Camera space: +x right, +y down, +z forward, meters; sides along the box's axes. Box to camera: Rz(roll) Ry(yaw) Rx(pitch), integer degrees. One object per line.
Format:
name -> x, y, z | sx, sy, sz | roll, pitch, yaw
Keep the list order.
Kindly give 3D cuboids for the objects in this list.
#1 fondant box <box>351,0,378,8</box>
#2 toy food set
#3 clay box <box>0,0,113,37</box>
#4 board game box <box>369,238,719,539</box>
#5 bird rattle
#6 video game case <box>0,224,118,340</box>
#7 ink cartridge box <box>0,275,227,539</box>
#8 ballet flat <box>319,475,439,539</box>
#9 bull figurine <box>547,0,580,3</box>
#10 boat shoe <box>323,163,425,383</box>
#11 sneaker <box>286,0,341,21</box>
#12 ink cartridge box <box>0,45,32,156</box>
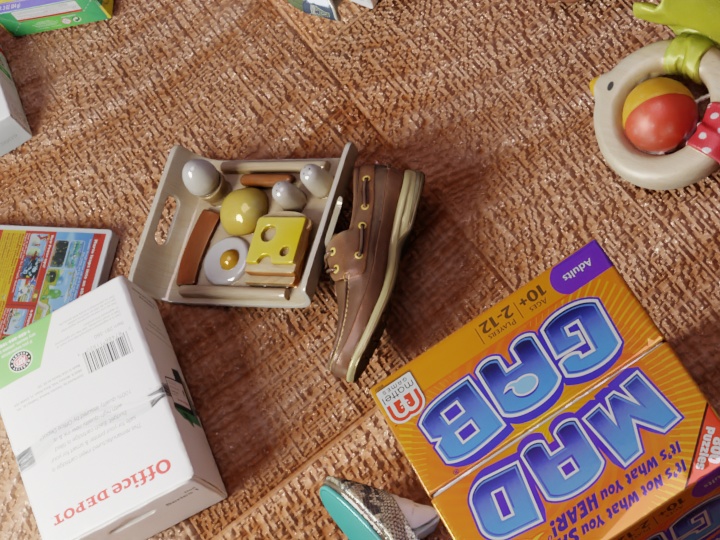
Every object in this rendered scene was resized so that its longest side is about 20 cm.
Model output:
fondant box -> -0.036, -0.348, 1.820 | 0.199, 0.058, 0.145 | 26, 77, 31
toy food set -> -0.103, -0.046, 1.681 | 0.199, 0.060, 0.145 | 1, 65, 36
clay box -> -0.300, -0.338, 1.929 | 0.114, 0.048, 0.202 | -8, 63, 18
board game box -> 0.163, 0.143, 1.410 | 0.199, 0.200, 0.200 | -34, 57, 4
bird rattle -> 0.274, -0.130, 1.584 | 0.162, 0.112, 0.201 | -26, 71, 22
video game case -> -0.329, 0.026, 1.779 | 0.198, 0.017, 0.144 | 3, 66, 24
ink cartridge box -> -0.217, 0.131, 1.633 | 0.145, 0.084, 0.201 | -27, 65, 8
ballet flat -> 0.048, 0.231, 1.504 | 0.075, 0.068, 0.200 | -27, 61, -18
bull figurine -> 0.216, -0.327, 1.691 | 0.121, 0.065, 0.202 | -4, 67, 58
boat shoe -> 0.000, -0.001, 1.615 | 0.067, 0.072, 0.201 | 15, 64, 2
sneaker -> 0.009, -0.304, 1.714 | 0.090, 0.067, 0.200 | 40, 85, 24
ink cartridge box -> -0.403, -0.189, 1.896 | 0.108, 0.050, 0.201 | -29, 59, 7
